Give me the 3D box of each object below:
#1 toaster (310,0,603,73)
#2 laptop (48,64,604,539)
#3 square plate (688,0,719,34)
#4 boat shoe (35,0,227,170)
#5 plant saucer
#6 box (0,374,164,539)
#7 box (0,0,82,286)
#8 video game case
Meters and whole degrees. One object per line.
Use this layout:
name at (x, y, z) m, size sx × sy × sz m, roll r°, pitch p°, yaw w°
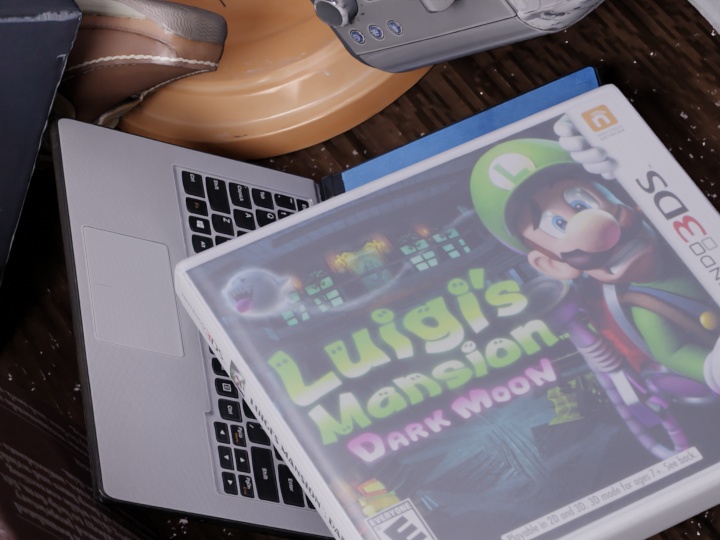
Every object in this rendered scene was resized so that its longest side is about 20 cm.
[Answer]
toaster at (0.066, -0.171, 1.127) m, size 0.200 × 0.114 × 0.129 m, roll -48°, pitch 26°, yaw -26°
laptop at (0.000, 0.000, 1.069) m, size 0.116 × 0.200 × 0.187 m, roll -50°, pitch 38°, yaw 39°
square plate at (0.204, -0.173, 1.094) m, size 0.200 × 0.028 × 0.198 m, roll -38°, pitch 27°, yaw 6°
boat shoe at (-0.129, -0.078, 1.188) m, size 0.200 × 0.076 × 0.072 m, roll -4°, pitch 82°, yaw 49°
plant saucer at (-0.041, -0.139, 1.236) m, size 0.200 × 0.032 × 0.200 m, roll -12°, pitch 54°, yaw 16°
box at (-0.152, 0.149, 0.983) m, size 0.164 × 0.166 × 0.200 m, roll -42°, pitch 51°, yaw 6°
box at (-0.228, -0.082, 1.151) m, size 0.123 × 0.199 × 0.200 m, roll -5°, pitch 41°, yaw -34°
video game case at (0.059, 0.028, 1.029) m, size 0.200 × 0.023 × 0.182 m, roll -23°, pitch 56°, yaw -19°
